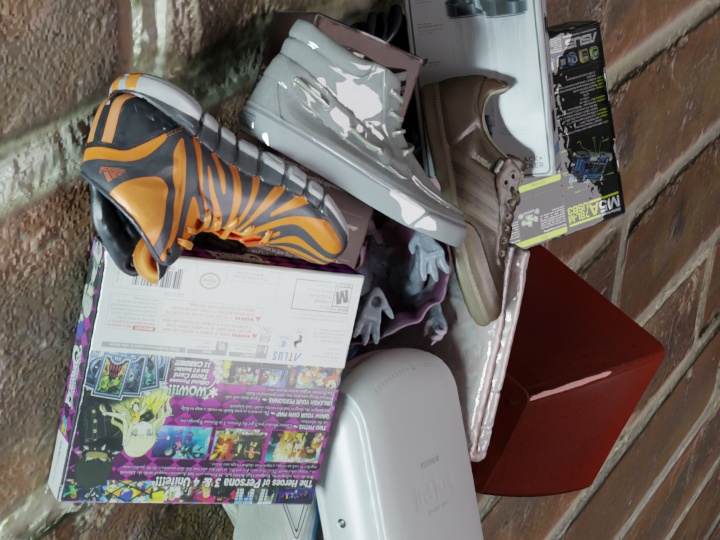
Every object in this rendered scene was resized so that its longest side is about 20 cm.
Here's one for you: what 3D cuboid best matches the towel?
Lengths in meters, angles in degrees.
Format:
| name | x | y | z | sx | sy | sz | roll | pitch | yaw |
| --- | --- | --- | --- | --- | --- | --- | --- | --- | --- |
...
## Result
| name | x | y | z | sx | sy | sz | roll | pitch | yaw |
| --- | --- | --- | --- | --- | --- | --- | --- | --- | --- |
| towel | 0.066 | 0.049 | 1.211 | 0.032 | 0.200 | 0.193 | 7 | 100 | -32 |

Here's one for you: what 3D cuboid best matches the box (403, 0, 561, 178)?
| name | x | y | z | sx | sy | sz | roll | pitch | yaw |
| --- | --- | --- | --- | --- | --- | --- | --- | --- | --- |
| box | 0.103 | -0.177 | 1.135 | 0.060 | 0.115 | 0.202 | -40 | 123 | -71 |

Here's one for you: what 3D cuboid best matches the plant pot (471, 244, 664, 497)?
| name | x | y | z | sx | sy | sz | roll | pitch | yaw |
| --- | --- | --- | --- | --- | --- | --- | --- | --- | --- |
| plant pot | 0.154 | 0.115 | 1.386 | 0.175 | 0.200 | 0.201 | -15 | 137 | -46 |

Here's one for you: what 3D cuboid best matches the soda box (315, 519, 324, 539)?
| name | x | y | z | sx | sy | sz | roll | pitch | yaw |
| --- | --- | --- | --- | --- | --- | --- | --- | --- | --- |
| soda box | -0.015 | 0.198 | 1.140 | 0.064 | 0.068 | 0.201 | 50 | 45 | -41 |

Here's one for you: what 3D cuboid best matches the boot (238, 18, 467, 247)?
| name | x | y | z | sx | sy | sz | roll | pitch | yaw |
| --- | --- | --- | --- | --- | --- | --- | --- | --- | --- |
| boot | 0.016 | -0.096 | 0.953 | 0.199 | 0.073 | 0.096 | 28 | 93 | -32 |

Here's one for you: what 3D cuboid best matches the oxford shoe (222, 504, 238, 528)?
| name | x | y | z | sx | sy | sz | roll | pitch | yaw |
| --- | --- | --- | --- | --- | --- | --- | --- | --- | --- |
| oxford shoe | -0.094 | 0.182 | 1.135 | 0.075 | 0.057 | 0.201 | -55 | 135 | -32 |

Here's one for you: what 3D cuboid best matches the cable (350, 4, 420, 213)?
| name | x | y | z | sx | sy | sz | roll | pitch | yaw |
| --- | --- | --- | --- | --- | --- | --- | --- | --- | --- |
| cable | 0.004 | -0.128 | 1.122 | 0.200 | 0.050 | 0.165 | -37 | 138 | -47 |

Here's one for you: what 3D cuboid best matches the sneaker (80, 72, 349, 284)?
| name | x | y | z | sx | sy | sz | roll | pitch | yaw |
| --- | --- | --- | --- | --- | --- | --- | --- | --- | --- |
| sneaker | -0.101 | -0.031 | 0.886 | 0.199 | 0.077 | 0.113 | 32 | 63 | -27 |

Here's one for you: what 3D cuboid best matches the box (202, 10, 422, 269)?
| name | x | y | z | sx | sy | sz | roll | pitch | yaw |
| --- | --- | --- | --- | --- | --- | --- | --- | --- | --- |
| box | -0.038 | -0.082 | 1.011 | 0.100 | 0.075 | 0.202 | 18 | 93 | -33 |

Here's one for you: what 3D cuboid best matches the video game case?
| name | x | y | z | sx | sy | sz | roll | pitch | yaw |
| --- | --- | --- | --- | --- | --- | --- | --- | --- | --- |
| video game case | -0.106 | 0.076 | 0.953 | 0.198 | 0.036 | 0.183 | 5 | 104 | -30 |

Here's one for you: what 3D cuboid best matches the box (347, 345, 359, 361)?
| name | x | y | z | sx | sy | sz | roll | pitch | yaw |
| --- | --- | --- | --- | --- | --- | --- | --- | --- | --- |
| box | -0.043 | 0.166 | 1.241 | 0.121 | 0.032 | 0.202 | -39 | 137 | -46 |

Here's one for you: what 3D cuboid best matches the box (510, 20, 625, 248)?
| name | x | y | z | sx | sy | sz | roll | pitch | yaw |
| --- | --- | --- | --- | --- | --- | --- | --- | --- | --- |
| box | 0.154 | -0.122 | 1.278 | 0.199 | 0.047 | 0.195 | -19 | 109 | -28 |

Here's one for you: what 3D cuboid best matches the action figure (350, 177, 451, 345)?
| name | x | y | z | sx | sy | sz | roll | pitch | yaw |
| --- | --- | --- | --- | --- | --- | --- | --- | --- | --- |
| action figure | 0.000 | 0.000 | 1.124 | 0.200 | 0.133 | 0.150 | -142 | -138 | -78 |

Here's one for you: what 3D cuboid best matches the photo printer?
| name | x | y | z | sx | sy | sz | roll | pitch | yaw |
| --- | --- | --- | --- | --- | --- | --- | --- | --- | --- |
| photo printer | 0.029 | 0.165 | 1.085 | 0.166 | 0.069 | 0.202 | -13 | 93 | -58 |

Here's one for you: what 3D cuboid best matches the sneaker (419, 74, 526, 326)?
| name | x | y | z | sx | sy | sz | roll | pitch | yaw |
| --- | --- | --- | --- | --- | --- | --- | --- | --- | --- |
| sneaker | 0.101 | -0.058 | 1.088 | 0.070 | 0.075 | 0.202 | -61 | 139 | -83 |

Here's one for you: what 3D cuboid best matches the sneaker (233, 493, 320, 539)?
| name | x | y | z | sx | sy | sz | roll | pitch | yaw |
| --- | --- | --- | --- | --- | --- | --- | --- | --- | --- |
| sneaker | -0.061 | 0.152 | 1.077 | 0.072 | 0.071 | 0.202 | 26 | 65 | -57 |
